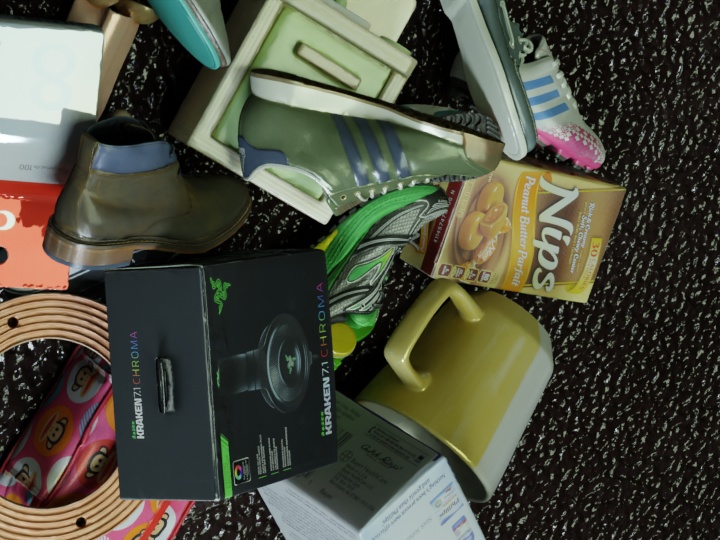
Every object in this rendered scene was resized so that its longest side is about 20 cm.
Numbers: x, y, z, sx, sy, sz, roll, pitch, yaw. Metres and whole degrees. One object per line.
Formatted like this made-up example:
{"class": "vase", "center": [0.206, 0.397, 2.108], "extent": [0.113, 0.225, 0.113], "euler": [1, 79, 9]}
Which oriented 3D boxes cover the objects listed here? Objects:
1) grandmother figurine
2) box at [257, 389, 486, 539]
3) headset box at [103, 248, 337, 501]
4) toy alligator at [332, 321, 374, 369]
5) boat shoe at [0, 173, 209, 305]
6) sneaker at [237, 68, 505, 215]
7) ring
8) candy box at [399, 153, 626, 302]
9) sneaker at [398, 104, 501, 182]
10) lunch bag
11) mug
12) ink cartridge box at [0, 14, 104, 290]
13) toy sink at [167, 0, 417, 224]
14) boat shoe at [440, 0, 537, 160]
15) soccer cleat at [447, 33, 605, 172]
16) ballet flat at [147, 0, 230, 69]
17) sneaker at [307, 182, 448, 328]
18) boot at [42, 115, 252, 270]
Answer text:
{"class": "grandmother figurine", "center": [-0.223, -0.115, 1.547], "extent": [0.121, 0.060, 0.202], "euler": [18, 95, -32]}
{"class": "box", "center": [0.015, 0.224, 1.795], "extent": [0.105, 0.183, 0.201], "euler": [-40, 129, -19]}
{"class": "headset box", "center": [-0.107, 0.076, 1.569], "extent": [0.200, 0.092, 0.176], "euler": [-7, 94, -62]}
{"class": "toy alligator", "center": [-0.064, 0.090, 1.753], "extent": [0.054, 0.059, 0.200], "euler": [44, 63, 1]}
{"class": "boat shoe", "center": [-0.185, -0.013, 1.609], "extent": [0.198, 0.073, 0.069], "euler": [-27, 129, -24]}
{"class": "sneaker", "center": [0.002, -0.083, 1.537], "extent": [0.198, 0.067, 0.091], "euler": [15, 99, -9]}
{"class": "ring", "center": [-0.240, 0.116, 1.575], "extent": [0.198, 0.019, 0.203], "euler": [-2, 98, -17]}
{"class": "candy box", "center": [0.139, -0.043, 1.859], "extent": [0.199, 0.055, 0.116], "euler": [9, 105, -39]}
{"class": "sneaker", "center": [0.014, -0.104, 1.726], "extent": [0.198, 0.093, 0.071], "euler": [-2, 96, -9]}
{"class": "lunch bag", "center": [-0.185, 0.150, 1.680], "extent": [0.176, 0.082, 0.201], "euler": [31, 90, -45]}
{"class": "mug", "center": [0.097, 0.096, 1.821], "extent": [0.154, 0.149, 0.187], "euler": [-53, 173, -17]}
{"class": "ink cartridge box", "center": [-0.275, -0.084, 1.482], "extent": [0.158, 0.047, 0.202], "euler": [3, 100, -19]}
{"class": "toy sink", "center": [-0.041, -0.158, 1.602], "extent": [0.130, 0.112, 0.201], "euler": [30, 90, -16]}
{"class": "boat shoe", "center": [0.117, -0.194, 1.716], "extent": [0.061, 0.073, 0.202], "euler": [-19, 86, -18]}
{"class": "soccer cleat", "center": [0.162, -0.155, 1.818], "extent": [0.199, 0.070, 0.087], "euler": [27, 92, -41]}
{"class": "ballet flat", "center": [-0.150, -0.238, 1.511], "extent": [0.200, 0.067, 0.064], "euler": [47, 73, -17]}
{"class": "sneaker", "center": [0.000, 0.000, 1.739], "extent": [0.200, 0.078, 0.085], "euler": [-41, 85, -10]}
{"class": "boot", "center": [-0.143, -0.067, 1.518], "extent": [0.199, 0.074, 0.098], "euler": [-20, 134, -49]}
